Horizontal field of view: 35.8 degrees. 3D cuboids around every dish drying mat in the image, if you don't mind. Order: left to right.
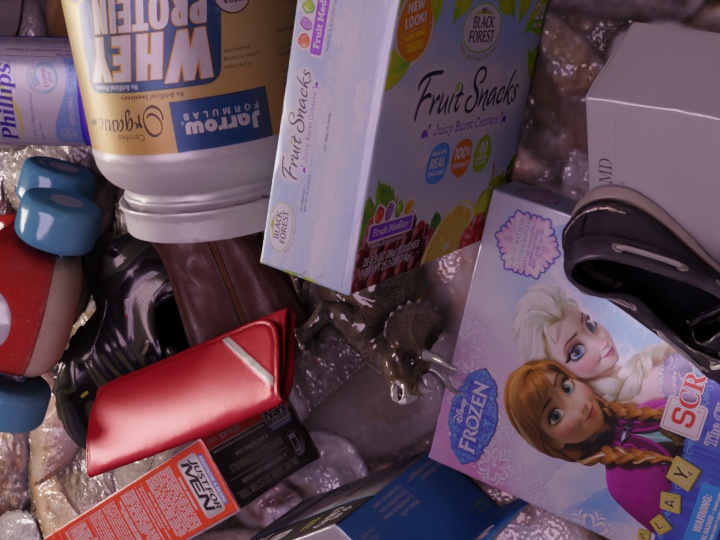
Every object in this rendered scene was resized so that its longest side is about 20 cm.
[{"bbox_3d":[-0.127,0.089,0.800,0.200,0.018,0.077,-23,52,32],"label":"dish drying mat"}]

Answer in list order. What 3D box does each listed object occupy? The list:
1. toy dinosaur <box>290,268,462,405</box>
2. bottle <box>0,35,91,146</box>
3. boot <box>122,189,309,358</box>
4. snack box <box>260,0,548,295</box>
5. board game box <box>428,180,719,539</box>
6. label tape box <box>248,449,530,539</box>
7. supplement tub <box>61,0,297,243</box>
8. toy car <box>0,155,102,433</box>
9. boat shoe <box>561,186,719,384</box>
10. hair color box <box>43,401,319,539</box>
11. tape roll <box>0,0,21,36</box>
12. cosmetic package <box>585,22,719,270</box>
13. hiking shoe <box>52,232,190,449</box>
[{"bbox_3d":[0.000,0.000,0.764,0.102,0.077,0.200,-15,79,8],"label":"toy dinosaur"},{"bbox_3d":[-0.285,-0.140,0.862,0.200,0.065,0.084,2,115,0],"label":"bottle"},{"bbox_3d":[-0.063,-0.021,0.813,0.186,0.064,0.200,-19,104,11],"label":"boot"},{"bbox_3d":[0.032,-0.091,0.658,0.068,0.200,0.169,19,109,25],"label":"snack box"},{"bbox_3d":[0.157,0.067,0.714,0.199,0.041,0.200,20,111,25],"label":"board game box"},{"bbox_3d":[0.007,0.182,0.767,0.200,0.143,0.066,-31,86,32],"label":"label tape box"},{"bbox_3d":[-0.099,-0.130,0.671,0.145,0.145,0.200,3,111,30],"label":"supplement tub"},{"bbox_3d":[-0.322,0.000,0.859,0.177,0.200,0.184,-126,53,-64],"label":"toy car"},{"bbox_3d":[0.191,0.036,0.604,0.200,0.063,0.073,36,130,-1],"label":"boat shoe"},{"bbox_3d":[-0.142,0.178,0.873,0.200,0.111,0.064,-33,84,31],"label":"hair color box"},{"bbox_3d":[-0.382,-0.244,0.940,0.202,0.071,0.203,7,104,28],"label":"tape roll"},{"bbox_3d":[0.228,-0.057,0.599,0.200,0.081,0.113,12,138,27],"label":"cosmetic package"},{"bbox_3d":[-0.179,0.072,0.891,0.101,0.076,0.200,30,114,25],"label":"hiking shoe"}]
